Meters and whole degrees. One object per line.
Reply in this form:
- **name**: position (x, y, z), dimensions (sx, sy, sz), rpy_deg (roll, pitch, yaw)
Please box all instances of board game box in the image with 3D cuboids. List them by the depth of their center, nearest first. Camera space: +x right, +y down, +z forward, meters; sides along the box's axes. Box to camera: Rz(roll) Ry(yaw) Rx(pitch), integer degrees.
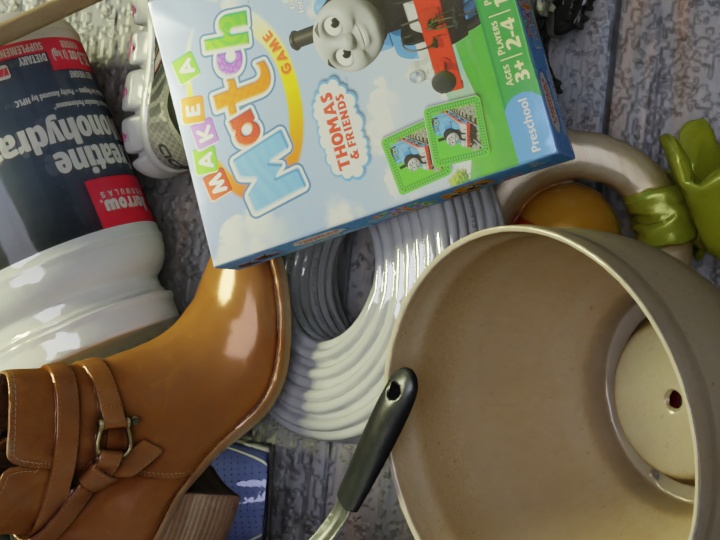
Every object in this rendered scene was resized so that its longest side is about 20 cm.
- **board game box**: position (-0.004, -0.101, 0.834), dimensions (0.198, 0.037, 0.153), rpy_deg (-18, 83, 22)

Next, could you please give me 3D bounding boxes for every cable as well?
- **cable**: position (0.000, 0.000, 0.910), dimensions (0.199, 0.069, 0.202), rpy_deg (25, 105, 46)

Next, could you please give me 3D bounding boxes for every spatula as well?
- **spatula**: position (-0.019, 0.132, 0.827), dimensions (0.057, 0.020, 0.201), rpy_deg (48, 117, 43)

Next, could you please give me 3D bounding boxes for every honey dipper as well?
- **honey dipper**: position (-0.162, -0.157, 0.927), dimensions (0.038, 0.200, 0.038), rpy_deg (18, 125, 28)

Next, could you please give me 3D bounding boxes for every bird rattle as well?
- **bird rattle**: position (0.136, 0.000, 0.913), dimensions (0.162, 0.113, 0.201), rpy_deg (28, 107, 3)

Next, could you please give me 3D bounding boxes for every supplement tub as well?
- **supplement tub**: position (-0.201, -0.039, 0.958), dimensions (0.139, 0.140, 0.202), rpy_deg (-24, 85, 11)

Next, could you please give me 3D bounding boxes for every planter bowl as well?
- **planter bowl**: position (0.125, 0.073, 0.787), dimensions (0.199, 0.134, 0.203), rpy_deg (10, 103, 48)

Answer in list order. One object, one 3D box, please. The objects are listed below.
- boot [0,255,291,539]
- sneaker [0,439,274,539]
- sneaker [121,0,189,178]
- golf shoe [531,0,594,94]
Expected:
- **boot**: position (-0.129, 0.062, 0.879), dimensions (0.077, 0.154, 0.202), rpy_deg (31, 105, 54)
- **sneaker**: position (-0.156, 0.145, 0.963), dimensions (0.197, 0.115, 0.082), rpy_deg (0, 92, 11)
- **sneaker**: position (-0.088, -0.150, 0.930), dimensions (0.087, 0.073, 0.202), rpy_deg (10, 100, 37)
- **golf shoe**: position (0.075, -0.120, 0.946), dimensions (0.088, 0.077, 0.202), rpy_deg (23, 98, 36)
